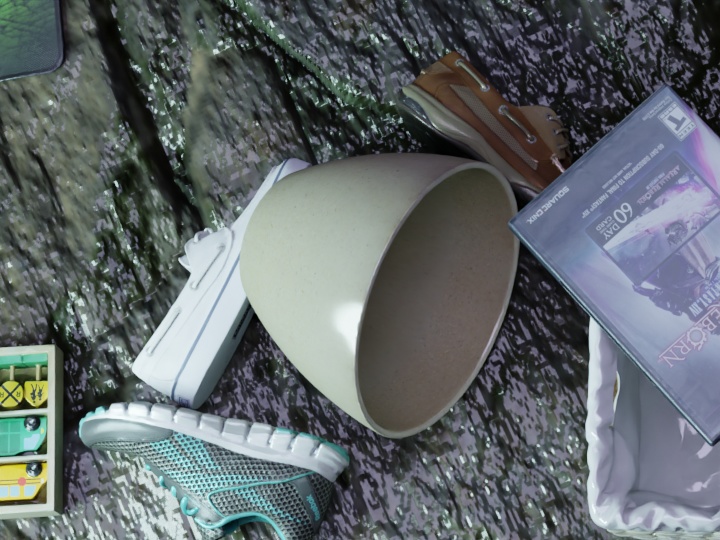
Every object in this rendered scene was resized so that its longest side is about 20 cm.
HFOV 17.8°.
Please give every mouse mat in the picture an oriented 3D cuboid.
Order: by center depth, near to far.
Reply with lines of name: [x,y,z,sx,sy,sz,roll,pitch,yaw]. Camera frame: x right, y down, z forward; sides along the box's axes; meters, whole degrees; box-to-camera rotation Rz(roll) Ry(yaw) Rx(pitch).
mouse mat: [-0.333,-0.216,1.800,0.199,0.008,0.162,-9,75,7]

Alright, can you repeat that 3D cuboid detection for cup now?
cup: [0.000,0.000,1.620,0.143,0.200,0.201,21,80,31]

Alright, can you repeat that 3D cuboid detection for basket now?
basket: [0.255,0.088,1.563,0.199,0.161,0.199,0,77,7]

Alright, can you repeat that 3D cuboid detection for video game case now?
video game case: [0.215,-0.006,1.503,0.143,0.019,0.200,-41,72,-3]

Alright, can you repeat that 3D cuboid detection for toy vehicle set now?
toy vehicle set: [-0.320,0.124,1.705,0.199,0.027,0.125,-4,76,7]

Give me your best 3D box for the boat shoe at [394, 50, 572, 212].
boat shoe: [0.117,-0.089,1.671,0.200,0.076,0.074,39,81,14]

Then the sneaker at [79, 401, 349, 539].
sneaker: [-0.112,0.148,1.648,0.199,0.078,0.092,11,82,12]

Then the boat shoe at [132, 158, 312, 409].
boat shoe: [-0.102,0.000,1.680,0.065,0.074,0.201,26,80,11]
